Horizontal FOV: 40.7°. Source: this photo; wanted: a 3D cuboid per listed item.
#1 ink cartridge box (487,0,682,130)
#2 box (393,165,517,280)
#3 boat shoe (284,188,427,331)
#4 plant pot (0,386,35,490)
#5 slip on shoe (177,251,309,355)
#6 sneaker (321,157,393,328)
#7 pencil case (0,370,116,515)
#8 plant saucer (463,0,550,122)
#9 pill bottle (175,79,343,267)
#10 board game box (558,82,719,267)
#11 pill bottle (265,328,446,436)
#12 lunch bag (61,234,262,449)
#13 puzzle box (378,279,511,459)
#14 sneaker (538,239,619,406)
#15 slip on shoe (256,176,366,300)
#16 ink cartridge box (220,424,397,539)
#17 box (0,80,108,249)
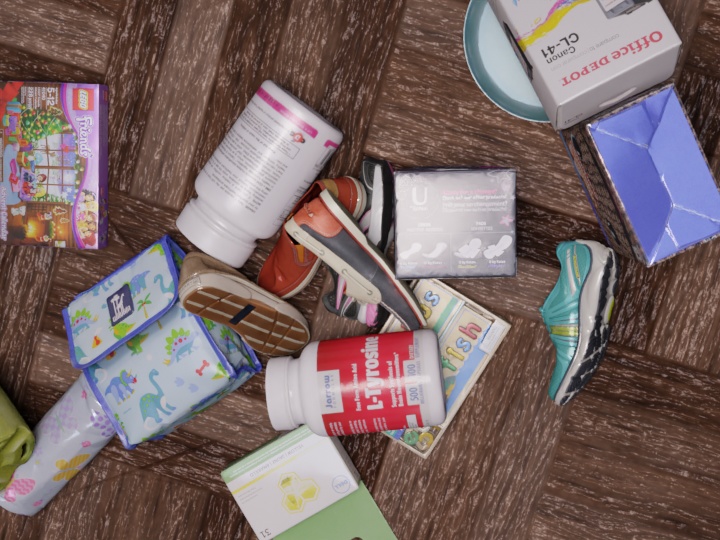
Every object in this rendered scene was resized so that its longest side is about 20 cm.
[{"bbox_3d":[0.232,-0.277,1.045,0.147,0.086,0.201,-27,74,6],"label":"ink cartridge box"},{"bbox_3d":[0.104,-0.060,1.074,0.131,0.200,0.115,-2,98,5],"label":"box"},{"bbox_3d":[0.000,0.000,1.072,0.063,0.071,0.200,-39,114,5],"label":"boat shoe"},{"bbox_3d":[-0.488,0.175,1.131,0.184,0.200,0.201,40,99,16],"label":"plant pot"},{"bbox_3d":[-0.135,0.040,1.140,0.076,0.200,0.061,-39,48,23],"label":"slip on shoe"},{"bbox_3d":[-0.008,-0.035,1.152,0.086,0.080,0.201,7,92,15],"label":"sneaker"},{"bbox_3d":[-0.374,0.213,1.207,0.200,0.083,0.091,-43,54,9],"label":"pencil case"},{"bbox_3d":[0.219,-0.273,1.128,0.199,0.027,0.201,1,96,5],"label":"plant saucer"},{"bbox_3d":[-0.121,-0.110,1.132,0.113,0.113,0.200,37,98,0],"label":"pill bottle"},{"bbox_3d":[0.303,-0.103,1.052,0.097,0.200,0.160,-25,93,6],"label":"board game box"},{"bbox_3d":[-0.004,0.133,1.125,0.199,0.112,0.113,-7,96,6],"label":"pill bottle"},{"bbox_3d":[-0.247,0.083,1.166,0.170,0.127,0.200,-34,80,10],"label":"lunch bag"},{"bbox_3d":[0.076,0.113,1.185,0.133,0.025,0.200,31,98,2],"label":"puzzle box"},{"bbox_3d":[0.252,0.061,1.151,0.079,0.077,0.201,17,104,33],"label":"sneaker"},{"bbox_3d":[-0.071,-0.037,1.133,0.200,0.061,0.074,-48,52,35],"label":"slip on shoe"},{"bbox_3d":[-0.061,0.297,1.208,0.145,0.048,0.201,-30,91,7],"label":"ink cartridge box"},{"bbox_3d":[-0.381,-0.129,1.189,0.136,0.039,0.201,2,97,4],"label":"box"}]
